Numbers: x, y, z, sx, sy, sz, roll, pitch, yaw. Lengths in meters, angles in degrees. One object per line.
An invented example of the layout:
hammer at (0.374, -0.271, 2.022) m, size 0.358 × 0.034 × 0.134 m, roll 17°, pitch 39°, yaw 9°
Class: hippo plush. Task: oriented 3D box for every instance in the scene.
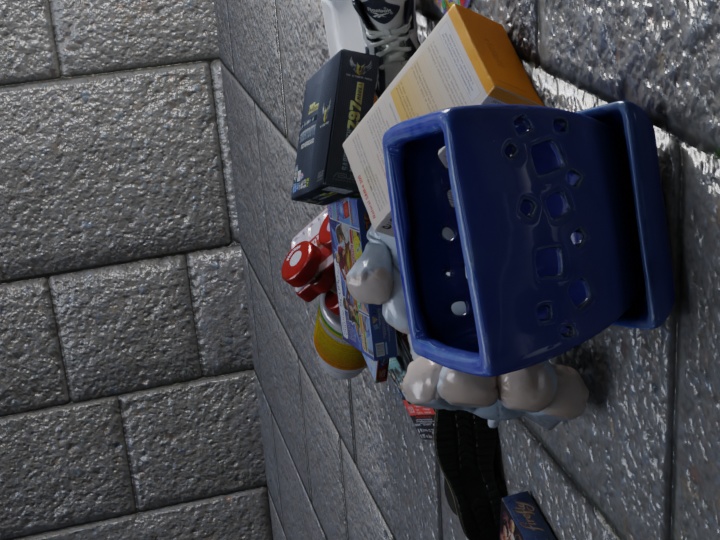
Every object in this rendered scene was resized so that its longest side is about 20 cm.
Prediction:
hippo plush at (0.144, 0.057, 1.137) m, size 0.158 × 0.199 × 0.163 m, roll -4°, pitch 74°, yaw 38°
hippo plush at (0.088, -0.042, 1.334) m, size 0.161 × 0.158 × 0.202 m, roll -38°, pitch 36°, yaw 50°

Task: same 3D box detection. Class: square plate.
square plate at (-0.009, -0.305, 1.589) m, size 0.200 × 0.028 × 0.201 m, roll 150°, pitch 109°, yaw -77°

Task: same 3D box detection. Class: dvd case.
dvd case at (0.066, 0.137, 1.633) m, size 0.202 × 0.022 × 0.146 m, roll 63°, pitch 166°, yaw 2°

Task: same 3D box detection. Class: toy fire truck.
toy fire truck at (-0.029, -0.048, 1.745) m, size 0.200 × 0.112 × 0.169 m, roll -42°, pitch 33°, yaw 26°

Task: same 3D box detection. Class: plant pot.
plant pot at (0.135, -0.035, 0.962) m, size 0.200 × 0.177 × 0.203 m, roll -176°, pitch 77°, yaw -78°

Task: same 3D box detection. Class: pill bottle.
pill bottle at (-0.017, 0.092, 1.877) m, size 0.201 × 0.109 × 0.112 m, roll 103°, pitch 154°, yaw -60°

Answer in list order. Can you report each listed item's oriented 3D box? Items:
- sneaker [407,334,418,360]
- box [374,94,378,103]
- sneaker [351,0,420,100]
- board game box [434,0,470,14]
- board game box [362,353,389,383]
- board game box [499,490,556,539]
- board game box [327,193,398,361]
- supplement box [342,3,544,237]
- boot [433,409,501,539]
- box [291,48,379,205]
sneaker at (0.096, 0.087, 1.403) m, size 0.200 × 0.070 × 0.081 m, roll 35°, pitch 151°, yaw 63°
box at (0.011, -0.134, 1.540) m, size 0.200 × 0.041 × 0.121 m, roll 131°, pitch 128°, yaw -64°
sneaker at (0.031, -0.278, 1.393) m, size 0.129 × 0.078 × 0.202 m, roll -4°, pitch -86°, yaw -75°
board game box at (0.076, -0.372, 1.292) m, size 0.158 × 0.038 × 0.203 m, roll -165°, pitch 66°, yaw -76°
board game box at (0.018, 0.042, 1.570) m, size 0.103 × 0.019 × 0.202 m, roll -117°, pitch 23°, yaw -43°
board game box at (0.199, 0.356, 1.282) m, size 0.201 × 0.034 × 0.137 m, roll -118°, pitch 23°, yaw -55°
board game box at (0.000, 0.000, 1.506) m, size 0.135 × 0.034 × 0.203 m, roll -153°, pitch 55°, yaw -70°
supplement box at (0.078, -0.141, 1.184) m, size 0.200 × 0.073 × 0.127 m, roll -48°, pitch 44°, yaw 32°
boot at (0.119, 0.228, 1.470) m, size 0.138 × 0.076 × 0.203 m, roll -166°, pitch 68°, yaw -81°
box at (-0.034, -0.167, 1.442) m, size 0.200 × 0.050 × 0.160 m, roll 176°, pitch 102°, yaw -75°
